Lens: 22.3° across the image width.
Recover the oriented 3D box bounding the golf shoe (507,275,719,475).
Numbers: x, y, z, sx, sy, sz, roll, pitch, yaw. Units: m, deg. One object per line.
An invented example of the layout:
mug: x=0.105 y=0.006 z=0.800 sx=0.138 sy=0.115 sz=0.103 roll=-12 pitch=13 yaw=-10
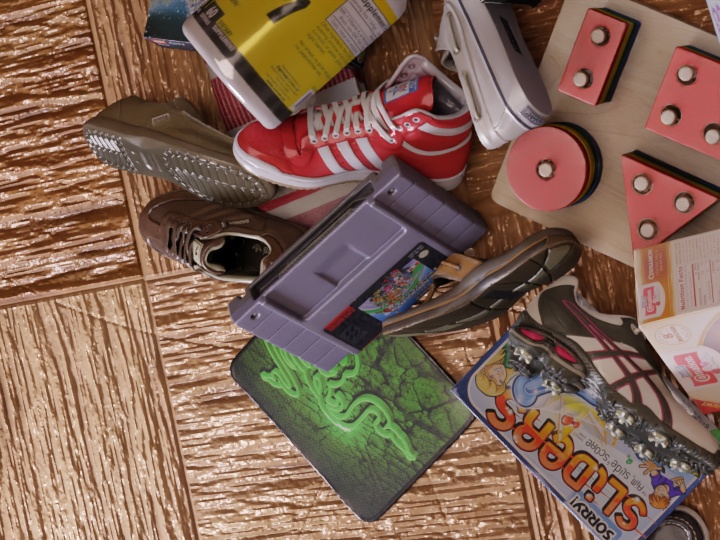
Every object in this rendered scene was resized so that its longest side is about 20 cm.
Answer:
golf shoe: x=0.214 y=0.084 z=1.459 sx=0.199 sy=0.077 sz=0.088 roll=36 pitch=72 yaw=4

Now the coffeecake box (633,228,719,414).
coffeecake box: x=0.328 y=0.028 z=1.395 sx=0.199 sy=0.154 sz=0.074 roll=-14 pitch=54 yaw=24

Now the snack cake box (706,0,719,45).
snack cake box: x=0.337 y=-0.157 z=1.366 sx=0.114 sy=0.067 sz=0.201 roll=-21 pitch=105 yaw=-5

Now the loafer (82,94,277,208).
loafer: x=-0.154 y=-0.115 z=1.619 sx=0.199 sy=0.076 sz=0.068 roll=19 pitch=62 yaw=22

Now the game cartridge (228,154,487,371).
game cartridge: x=0.000 y=0.000 z=1.551 sx=0.200 sy=0.129 sz=0.039 roll=-42 pitch=41 yaw=19

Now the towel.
towel: x=-0.049 y=-0.119 z=1.612 sx=0.143 sy=0.023 sz=0.201 roll=-20 pitch=88 yaw=27

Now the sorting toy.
sorting toy: x=0.219 y=-0.105 z=1.471 sx=0.199 sy=0.070 sz=0.200 roll=26 pitch=107 yaw=17

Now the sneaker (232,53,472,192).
sneaker: x=-0.002 y=-0.123 z=1.505 sx=0.198 sy=0.072 sz=0.113 roll=3 pitch=142 yaw=-10

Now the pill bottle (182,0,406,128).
pill bottle: x=-0.035 y=-0.219 z=1.470 sx=0.200 sy=0.114 sz=0.114 roll=-41 pitch=81 yaw=3

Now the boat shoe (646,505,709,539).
boat shoe: x=0.204 y=0.266 z=1.538 sx=0.199 sy=0.060 sz=0.074 roll=-34 pitch=80 yaw=23

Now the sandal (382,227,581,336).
sandal: x=0.098 y=0.004 z=1.528 sx=0.200 sy=0.081 sz=0.055 roll=-35 pitch=62 yaw=39

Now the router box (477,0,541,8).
router box: x=0.081 y=-0.305 z=1.455 sx=0.062 sy=0.150 sz=0.201 roll=-38 pitch=83 yaw=20

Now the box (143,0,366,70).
box: x=-0.082 y=-0.253 z=1.577 sx=0.198 sy=0.038 sz=0.138 roll=9 pitch=87 yaw=22

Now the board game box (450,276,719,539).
board game box: x=0.190 y=0.123 z=1.511 sx=0.200 sy=0.034 sz=0.135 roll=44 pitch=89 yaw=11

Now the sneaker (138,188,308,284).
sneaker: x=-0.131 y=-0.030 z=1.616 sx=0.199 sy=0.075 sz=0.071 roll=11 pitch=105 yaw=33

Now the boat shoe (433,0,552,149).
boat shoe: x=0.093 y=-0.187 z=1.485 sx=0.066 sy=0.072 sz=0.201 roll=-34 pitch=61 yaw=25

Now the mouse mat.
mouse mat: x=-0.009 y=0.107 z=1.636 sx=0.200 sy=0.008 sz=0.161 roll=47 pitch=112 yaw=11
